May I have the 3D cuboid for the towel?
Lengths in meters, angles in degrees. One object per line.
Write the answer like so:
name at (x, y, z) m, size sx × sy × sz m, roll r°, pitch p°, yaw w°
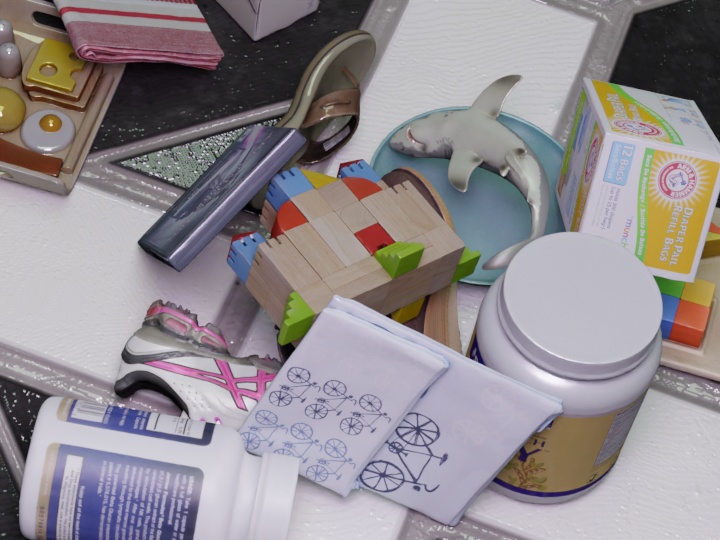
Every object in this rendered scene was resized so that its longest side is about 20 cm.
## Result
towel at (-0.223, -0.254, 1.820) m, size 0.144 × 0.023 × 0.200 m, roll 1°, pitch 42°, yaw -32°

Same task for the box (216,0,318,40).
box at (-0.127, -0.315, 1.891) m, size 0.082 × 0.068 × 0.200 m, roll -32°, pitch 64°, yaw -27°

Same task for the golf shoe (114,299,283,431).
golf shoe at (-0.101, 0.106, 1.592) m, size 0.200 × 0.073 × 0.092 m, roll 26°, pitch 73°, yaw 11°

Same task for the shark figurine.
shark figurine at (0.132, -0.076, 1.711) m, size 0.128 × 0.090 × 0.214 m, roll -40°, pitch 54°, yaw 6°

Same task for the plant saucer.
plant saucer at (0.103, -0.059, 1.759) m, size 0.200 × 0.036 × 0.200 m, roll 5°, pitch 53°, yaw -6°

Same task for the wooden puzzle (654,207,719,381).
wooden puzzle at (0.323, 0.014, 1.733) m, size 0.200 × 0.046 × 0.185 m, roll 19°, pitch 53°, yaw 5°

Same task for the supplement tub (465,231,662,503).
supplement tub at (0.155, 0.078, 1.564) m, size 0.145 × 0.200 × 0.145 m, roll 4°, pitch 53°, yaw -5°

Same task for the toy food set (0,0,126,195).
toy food set at (-0.299, -0.162, 1.757) m, size 0.143 × 0.060 × 0.200 m, roll 15°, pitch 53°, yaw 3°

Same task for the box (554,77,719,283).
box at (0.229, -0.078, 1.646) m, size 0.101 × 0.113 × 0.200 m, roll 12°, pitch 19°, yaw -3°

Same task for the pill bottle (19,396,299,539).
pill bottle at (-0.151, 0.166, 1.508) m, size 0.200 × 0.111 × 0.111 m, roll 10°, pitch 53°, yaw -1°

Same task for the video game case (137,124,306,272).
video game case at (-0.116, -0.062, 1.614) m, size 0.019 × 0.200 × 0.143 m, roll 45°, pitch 84°, yaw -12°

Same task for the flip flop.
flip flop at (-0.035, -0.129, 1.760) m, size 0.058 × 0.081 × 0.200 m, roll 22°, pitch 58°, yaw 18°

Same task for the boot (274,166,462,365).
boot at (0.000, 0.000, 1.610) m, size 0.166 × 0.072 × 0.200 m, roll 5°, pitch 64°, yaw -36°

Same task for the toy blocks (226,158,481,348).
toy blocks at (-0.022, -0.025, 1.545) m, size 0.200 × 0.100 × 0.137 m, roll -24°, pitch 61°, yaw -32°

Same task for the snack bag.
snack bag at (0.026, 0.117, 1.508) m, size 0.200 × 0.189 × 0.021 m, roll 25°, pitch 43°, yaw -12°
